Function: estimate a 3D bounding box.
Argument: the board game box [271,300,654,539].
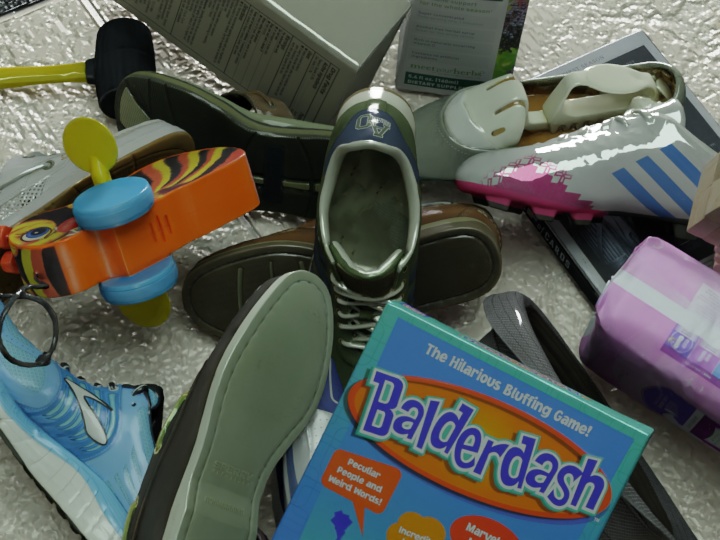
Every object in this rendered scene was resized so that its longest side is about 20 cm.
[{"bbox_3d":[0.040,0.137,0.968,0.152,0.045,0.200,26,93,11],"label":"board game box"}]

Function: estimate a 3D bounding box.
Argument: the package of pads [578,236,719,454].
[{"bbox_3d":[0.226,0.067,1.096,0.200,0.121,0.076,33,82,9],"label":"package of pads"}]

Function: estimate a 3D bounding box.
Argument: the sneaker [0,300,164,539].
[{"bbox_3d":[-0.158,0.089,1.088,0.090,0.078,0.200,-39,77,-13],"label":"sneaker"}]

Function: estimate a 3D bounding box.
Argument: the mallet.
[{"bbox_3d":[-0.234,-0.137,1.252,0.200,0.041,0.066,2,56,2],"label":"mallet"}]

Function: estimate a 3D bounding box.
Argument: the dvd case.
[{"bbox_3d":[0.180,-0.058,1.239,0.150,0.025,0.200,-25,64,-18],"label":"dvd case"}]

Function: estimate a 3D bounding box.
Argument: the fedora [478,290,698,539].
[{"bbox_3d":[0.106,0.111,1.070,0.090,0.177,0.200,-35,76,10],"label":"fedora"}]

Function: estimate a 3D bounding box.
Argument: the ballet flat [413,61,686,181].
[{"bbox_3d":[0.114,-0.105,1.211,0.200,0.064,0.068,-8,59,-9],"label":"ballet flat"}]

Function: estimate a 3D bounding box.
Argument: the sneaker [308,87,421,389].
[{"bbox_3d":[0.000,0.000,1.084,0.067,0.201,0.090,4,15,2],"label":"sneaker"}]

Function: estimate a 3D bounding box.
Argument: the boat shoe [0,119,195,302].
[{"bbox_3d":[-0.200,-0.045,1.168,0.200,0.071,0.069,-31,58,-12],"label":"boat shoe"}]

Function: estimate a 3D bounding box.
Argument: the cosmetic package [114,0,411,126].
[{"bbox_3d":[-0.077,-0.184,1.228,0.200,0.104,0.073,36,58,1],"label":"cosmetic package"}]

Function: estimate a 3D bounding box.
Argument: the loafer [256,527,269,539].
[{"bbox_3d":[-0.081,0.232,1.017,0.072,0.063,0.200,8,58,1],"label":"loafer"}]

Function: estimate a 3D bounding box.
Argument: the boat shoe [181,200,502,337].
[{"bbox_3d":[-0.010,0.000,1.171,0.200,0.072,0.068,-6,25,3],"label":"boat shoe"}]

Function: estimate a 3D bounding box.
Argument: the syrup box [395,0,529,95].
[{"bbox_3d":[0.072,-0.204,1.218,0.079,0.200,0.082,6,58,-1],"label":"syrup box"}]

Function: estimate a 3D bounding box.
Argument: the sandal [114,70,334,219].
[{"bbox_3d":[-0.064,-0.079,1.215,0.201,0.080,0.057,16,32,3],"label":"sandal"}]

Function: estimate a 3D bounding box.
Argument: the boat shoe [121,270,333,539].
[{"bbox_3d":[-0.077,0.090,1.026,0.061,0.072,0.202,3,65,48],"label":"boat shoe"}]

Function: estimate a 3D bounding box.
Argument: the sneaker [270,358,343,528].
[{"bbox_3d":[0.014,0.150,1.074,0.115,0.081,0.200,-6,66,-12],"label":"sneaker"}]

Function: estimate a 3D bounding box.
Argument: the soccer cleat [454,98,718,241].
[{"bbox_3d":[0.159,-0.069,1.177,0.200,0.070,0.087,7,94,-8],"label":"soccer cleat"}]

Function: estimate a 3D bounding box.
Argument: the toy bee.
[{"bbox_3d":[-0.162,-0.025,1.097,0.109,0.131,0.200,10,14,42],"label":"toy bee"}]

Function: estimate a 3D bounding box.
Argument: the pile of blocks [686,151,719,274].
[{"bbox_3d":[0.250,-0.012,1.120,0.082,0.200,0.062,8,64,23],"label":"pile of blocks"}]
